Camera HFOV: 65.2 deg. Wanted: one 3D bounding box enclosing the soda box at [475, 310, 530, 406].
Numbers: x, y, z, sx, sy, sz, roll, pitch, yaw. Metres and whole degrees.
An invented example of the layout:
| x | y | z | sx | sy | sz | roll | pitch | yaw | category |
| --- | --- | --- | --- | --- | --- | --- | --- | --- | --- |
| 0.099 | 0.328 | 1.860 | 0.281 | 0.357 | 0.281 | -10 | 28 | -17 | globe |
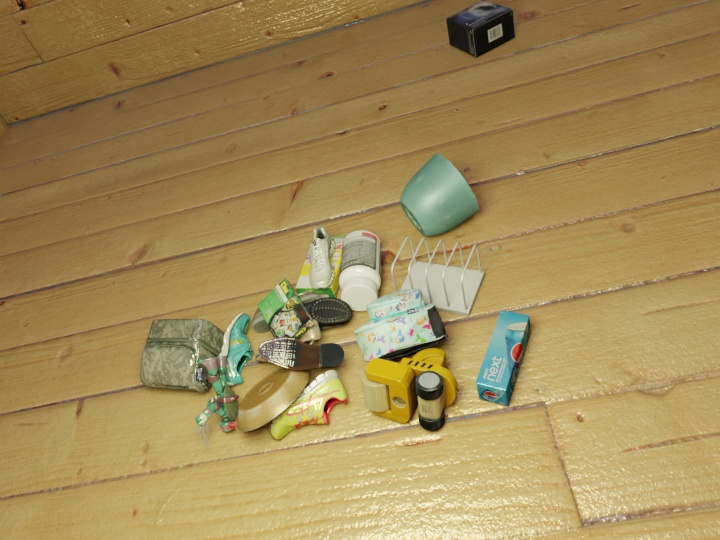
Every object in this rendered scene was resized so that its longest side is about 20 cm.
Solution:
| x | y | z | sx | sy | sz | roll | pitch | yaw | category |
| --- | --- | --- | --- | --- | --- | --- | --- | --- | --- |
| 0.313 | 0.187 | 1.225 | 0.067 | 0.065 | 0.202 | 9 | 51 | 28 | soda box |

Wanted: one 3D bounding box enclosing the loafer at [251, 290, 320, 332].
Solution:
| x | y | z | sx | sy | sz | roll | pitch | yaw | category |
| --- | --- | --- | --- | --- | --- | --- | --- | --- | --- |
| -0.201 | 0.096 | 1.506 | 0.197 | 0.076 | 0.070 | -20 | 47 | 1 | loafer |

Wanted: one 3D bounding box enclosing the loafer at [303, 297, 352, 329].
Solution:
| x | y | z | sx | sy | sz | roll | pitch | yaw | category |
| --- | --- | --- | --- | --- | --- | --- | --- | --- | --- |
| -0.113 | 0.119 | 1.450 | 0.196 | 0.072 | 0.074 | -4 | 58 | 12 | loafer |

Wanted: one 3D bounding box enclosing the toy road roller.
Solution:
| x | y | z | sx | sy | sz | roll | pitch | yaw | category |
| --- | --- | --- | --- | --- | --- | --- | --- | --- | --- |
| 0.112 | 0.239 | 1.216 | 0.196 | 0.125 | 0.146 | 8 | 36 | 23 | toy road roller |

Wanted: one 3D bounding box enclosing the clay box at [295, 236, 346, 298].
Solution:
| x | y | z | sx | sy | sz | roll | pitch | yaw | category |
| --- | --- | --- | --- | --- | --- | --- | --- | --- | --- |
| -0.102 | -0.011 | 1.595 | 0.113 | 0.048 | 0.202 | -1 | 46 | 20 | clay box |

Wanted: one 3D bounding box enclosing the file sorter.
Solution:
| x | y | z | sx | sy | sz | roll | pitch | yaw | category |
| --- | --- | --- | --- | --- | --- | --- | --- | --- | --- |
| 0.191 | 0.004 | 1.411 | 0.197 | 0.126 | 0.140 | 9 | 49 | 29 | file sorter |

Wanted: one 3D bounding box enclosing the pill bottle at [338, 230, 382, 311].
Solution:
| x | y | z | sx | sy | sz | roll | pitch | yaw | category |
| --- | --- | --- | --- | --- | --- | --- | --- | --- | --- |
| 0.000 | 0.000 | 1.496 | 0.112 | 0.115 | 0.202 | -9 | 44 | 12 | pill bottle |

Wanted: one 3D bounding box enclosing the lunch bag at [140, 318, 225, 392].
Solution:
| x | y | z | sx | sy | sz | roll | pitch | yaw | category |
| --- | --- | --- | --- | --- | --- | --- | --- | --- | --- |
| -0.454 | 0.223 | 1.441 | 0.196 | 0.140 | 0.171 | -1 | 62 | 20 | lunch bag |

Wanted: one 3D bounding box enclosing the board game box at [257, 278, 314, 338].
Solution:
| x | y | z | sx | sy | sz | roll | pitch | yaw | category |
| --- | --- | --- | --- | --- | --- | --- | --- | --- | --- |
| -0.190 | 0.107 | 1.409 | 0.105 | 0.023 | 0.200 | -43 | 39 | 3 | board game box |

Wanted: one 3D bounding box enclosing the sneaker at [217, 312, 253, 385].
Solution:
| x | y | z | sx | sy | sz | roll | pitch | yaw | category |
| --- | --- | --- | --- | --- | --- | --- | --- | --- | --- |
| -0.312 | 0.204 | 1.453 | 0.078 | 0.078 | 0.203 | 2 | 56 | 10 | sneaker |

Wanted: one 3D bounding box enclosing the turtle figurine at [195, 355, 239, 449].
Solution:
| x | y | z | sx | sy | sz | roll | pitch | yaw | category |
| --- | --- | --- | --- | --- | --- | --- | --- | --- | --- |
| -0.335 | 0.306 | 1.321 | 0.099 | 0.150 | 0.204 | -7 | 82 | -10 | turtle figurine |

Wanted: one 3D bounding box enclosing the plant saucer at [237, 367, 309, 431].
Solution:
| x | y | z | sx | sy | sz | roll | pitch | yaw | category |
| --- | --- | --- | --- | --- | --- | --- | --- | --- | --- |
| -0.207 | 0.280 | 1.282 | 0.198 | 0.036 | 0.201 | -32 | 13 | 8 | plant saucer |

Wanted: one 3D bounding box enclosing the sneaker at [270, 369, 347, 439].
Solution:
| x | y | z | sx | sy | sz | roll | pitch | yaw | category |
| --- | --- | --- | --- | --- | --- | --- | --- | --- | --- |
| -0.113 | 0.315 | 1.257 | 0.199 | 0.078 | 0.091 | -40 | 65 | -5 | sneaker |

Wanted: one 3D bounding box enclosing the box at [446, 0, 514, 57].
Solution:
| x | y | z | sx | sy | sz | roll | pitch | yaw | category |
| --- | --- | --- | --- | --- | --- | --- | --- | --- | --- |
| 0.485 | -0.988 | 2.292 | 0.198 | 0.124 | 0.199 | -29 | 42 | -10 | box |

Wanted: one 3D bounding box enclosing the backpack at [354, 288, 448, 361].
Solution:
| x | y | z | sx | sy | sz | roll | pitch | yaw | category |
| --- | --- | --- | --- | --- | --- | --- | --- | --- | --- |
| 0.082 | 0.129 | 1.288 | 0.197 | 0.178 | 0.153 | -25 | 87 | 3 | backpack |

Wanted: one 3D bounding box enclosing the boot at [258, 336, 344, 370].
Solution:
| x | y | z | sx | sy | sz | roll | pitch | yaw | category |
| --- | --- | --- | --- | --- | --- | --- | --- | --- | --- |
| -0.141 | 0.204 | 1.316 | 0.196 | 0.097 | 0.076 | 7 | 68 | -8 | boot |

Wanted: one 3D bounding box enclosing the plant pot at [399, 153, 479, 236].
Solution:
| x | y | z | sx | sy | sz | roll | pitch | yaw | category |
| --- | --- | --- | --- | --- | --- | --- | --- | --- | --- |
| 0.205 | -0.191 | 1.559 | 0.160 | 0.201 | 0.201 | -38 | 44 | 0 | plant pot |

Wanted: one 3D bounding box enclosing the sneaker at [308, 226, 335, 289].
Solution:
| x | y | z | sx | sy | sz | roll | pitch | yaw | category |
| --- | --- | --- | --- | --- | --- | --- | --- | --- | --- |
| -0.111 | -0.035 | 1.530 | 0.074 | 0.082 | 0.202 | -10 | 46 | 8 | sneaker |

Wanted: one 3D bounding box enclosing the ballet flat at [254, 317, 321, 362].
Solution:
| x | y | z | sx | sy | sz | roll | pitch | yaw | category |
| --- | --- | --- | --- | --- | --- | --- | --- | --- | --- |
| -0.178 | 0.194 | 1.397 | 0.198 | 0.068 | 0.068 | -34 | -4 | 21 | ballet flat |
